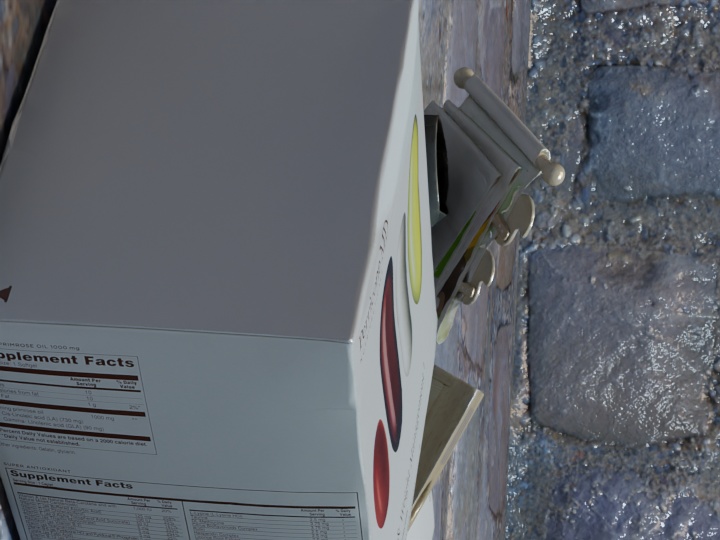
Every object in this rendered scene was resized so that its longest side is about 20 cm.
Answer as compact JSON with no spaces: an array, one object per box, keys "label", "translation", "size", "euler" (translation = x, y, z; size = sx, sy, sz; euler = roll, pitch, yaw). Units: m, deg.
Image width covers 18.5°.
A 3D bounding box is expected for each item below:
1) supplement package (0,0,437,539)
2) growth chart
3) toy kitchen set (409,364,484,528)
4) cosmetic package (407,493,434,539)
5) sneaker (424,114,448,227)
[{"label":"supplement package","translation":[-0.053,0.018,0.886],"size":[0.201,0.146,0.192],"euler":[84,12,-48]},{"label":"growth chart","translation":[0.043,-0.025,1.376],"size":[0.200,0.018,0.145],"euler":[-53,-136,26]},{"label":"toy kitchen set","translation":[0.032,0.152,1.225],"size":[0.181,0.163,0.200],"euler":[-61,170,-2]},{"label":"cosmetic package","translation":[-0.002,0.204,1.484],"size":[0.201,0.081,0.113],"euler":[-76,164,-47]},{"label":"sneaker","translation":[0.000,0.000,1.352],"size":[0.075,0.106,0.201],"euler":[-61,152,-71]}]
